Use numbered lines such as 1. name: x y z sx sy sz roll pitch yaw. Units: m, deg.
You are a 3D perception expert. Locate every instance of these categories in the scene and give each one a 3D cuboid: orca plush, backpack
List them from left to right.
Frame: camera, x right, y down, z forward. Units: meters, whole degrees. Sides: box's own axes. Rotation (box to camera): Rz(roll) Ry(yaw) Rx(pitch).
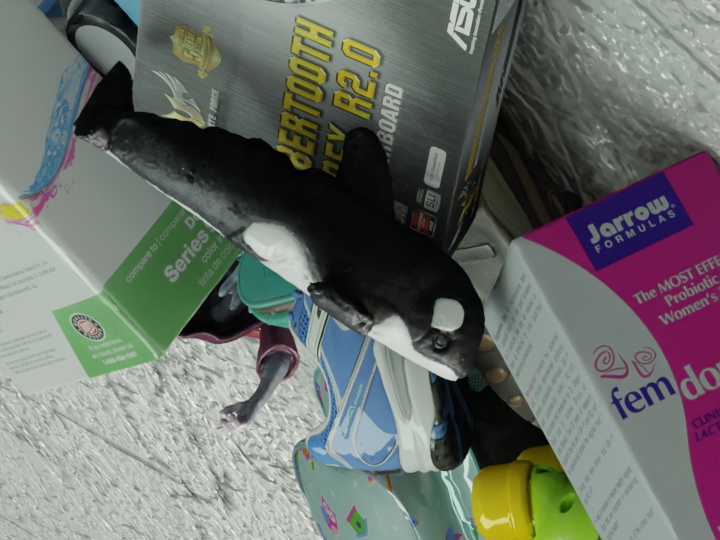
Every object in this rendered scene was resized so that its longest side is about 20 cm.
1. orca plush: -0.021 -0.035 1.261 0.199 0.071 0.105 35 -174 5
2. backpack: 0.053 0.114 1.581 0.177 0.153 0.200 65 169 -23

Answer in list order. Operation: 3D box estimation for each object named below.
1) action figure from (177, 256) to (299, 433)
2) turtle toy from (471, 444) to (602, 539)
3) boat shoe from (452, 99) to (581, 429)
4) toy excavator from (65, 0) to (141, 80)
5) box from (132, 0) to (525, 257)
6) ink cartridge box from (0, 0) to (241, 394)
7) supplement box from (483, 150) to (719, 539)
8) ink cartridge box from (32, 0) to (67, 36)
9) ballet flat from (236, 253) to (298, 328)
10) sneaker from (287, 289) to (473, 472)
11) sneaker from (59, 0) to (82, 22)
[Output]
1. action figure: -0.085 0.002 1.729 0.134 0.149 0.200 34 -178 12
2. turtle toy: 0.144 0.130 1.421 0.145 0.102 0.200 -8 180 18
3. boat shoe: 0.080 -0.009 1.380 0.074 0.073 0.201 -2 127 43
4. toy excavator: -0.054 -0.151 1.334 0.195 0.100 0.200 47 148 -16
5. box: -0.014 -0.105 1.253 0.158 0.048 0.201 24 139 11
6. ink cartridge box: -0.173 -0.046 1.421 0.200 0.088 0.145 46 150 -18
7. supplement box: 0.145 0.068 1.270 0.201 0.101 0.103 61 166 16
8. ink cartridge box: -0.216 -0.142 1.600 0.125 0.129 0.200 40 163 6
9. ballet flat: 0.021 -0.006 1.518 0.070 0.068 0.199 11 166 -39
10. sneaker: 0.000 0.000 1.416 0.077 0.201 0.076 -11 167 18
11. sneaker: -0.141 -0.089 1.506 0.199 0.076 0.115 -19 141 24
